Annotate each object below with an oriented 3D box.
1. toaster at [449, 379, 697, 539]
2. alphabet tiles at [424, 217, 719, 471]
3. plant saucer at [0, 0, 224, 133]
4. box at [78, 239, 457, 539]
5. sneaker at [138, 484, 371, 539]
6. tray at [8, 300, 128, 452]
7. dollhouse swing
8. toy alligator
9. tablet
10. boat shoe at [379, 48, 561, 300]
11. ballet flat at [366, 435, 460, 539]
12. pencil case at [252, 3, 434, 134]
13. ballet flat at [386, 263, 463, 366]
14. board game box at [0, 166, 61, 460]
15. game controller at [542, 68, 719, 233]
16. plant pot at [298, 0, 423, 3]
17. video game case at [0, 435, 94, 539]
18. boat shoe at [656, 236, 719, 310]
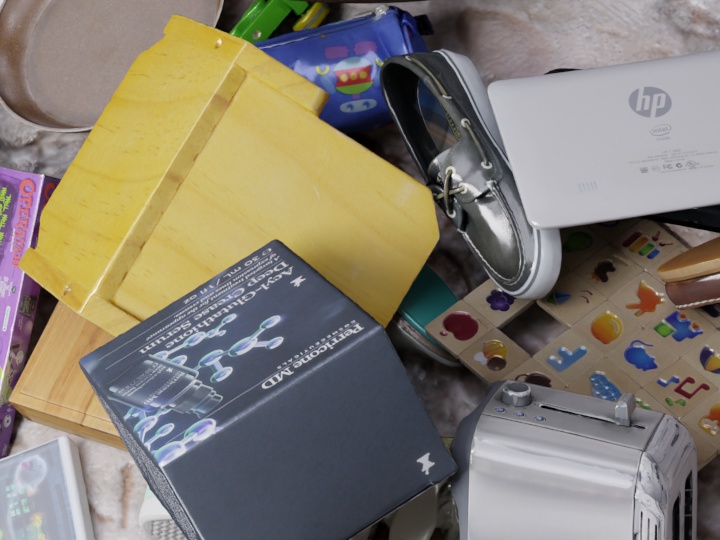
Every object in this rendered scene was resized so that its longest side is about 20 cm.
[{"bbox_3d":[0.126,0.164,1.420,0.129,0.114,0.201,6,109,19],"label":"toaster"},{"bbox_3d":[0.167,0.047,1.529,0.167,0.008,0.200,-35,55,-21],"label":"alphabet tiles"},{"bbox_3d":[-0.183,-0.181,1.794,0.199,0.032,0.201,-13,56,19],"label":"plant saucer"},{"bbox_3d":[-0.059,0.084,1.421,0.148,0.107,0.200,-32,24,-10],"label":"box"},{"bbox_3d":[-0.041,0.115,1.560,0.199,0.074,0.119,-1,59,19],"label":"sneaker"},{"bbox_3d":[-0.155,0.021,1.678,0.098,0.037,0.201,15,68,27],"label":"tray"},{"bbox_3d":[-0.080,-0.029,1.585,0.200,0.176,0.182,-59,29,-1],"label":"dollhouse swing"},{"bbox_3d":[-0.060,-0.193,1.754,0.200,0.059,0.054,-49,12,-1],"label":"toy alligator"},{"bbox_3d":[0.191,-0.089,1.551,0.199,0.014,0.130,-8,50,-8],"label":"tablet"},{"bbox_3d":[0.067,-0.062,1.568,0.069,0.056,0.200,-56,45,39],"label":"boat shoe"},{"bbox_3d":[0.020,0.194,1.462,0.071,0.071,0.201,23,91,30],"label":"ballet flat"},{"bbox_3d":[-0.045,-0.129,1.677,0.199,0.087,0.078,-11,19,6],"label":"pencil case"},{"bbox_3d":[0.000,0.000,1.614,0.200,0.067,0.064,50,129,17],"label":"ballet flat"},{"bbox_3d":[-0.282,0.023,1.687,0.120,0.032,0.201,12,90,30],"label":"board game box"},{"bbox_3d":[0.194,-0.081,1.599,0.199,0.042,0.105,12,52,22],"label":"game controller"},{"bbox_3d":[0.010,-0.254,1.629,0.199,0.187,0.187,-24,50,-31],"label":"plant pot"},{"bbox_3d":[-0.257,0.227,1.610,0.181,0.023,0.201,-21,57,9],"label":"video game case"},{"bbox_3d":[0.287,-0.006,1.503,0.199,0.070,0.071,-18,102,15],"label":"boat shoe"}]
